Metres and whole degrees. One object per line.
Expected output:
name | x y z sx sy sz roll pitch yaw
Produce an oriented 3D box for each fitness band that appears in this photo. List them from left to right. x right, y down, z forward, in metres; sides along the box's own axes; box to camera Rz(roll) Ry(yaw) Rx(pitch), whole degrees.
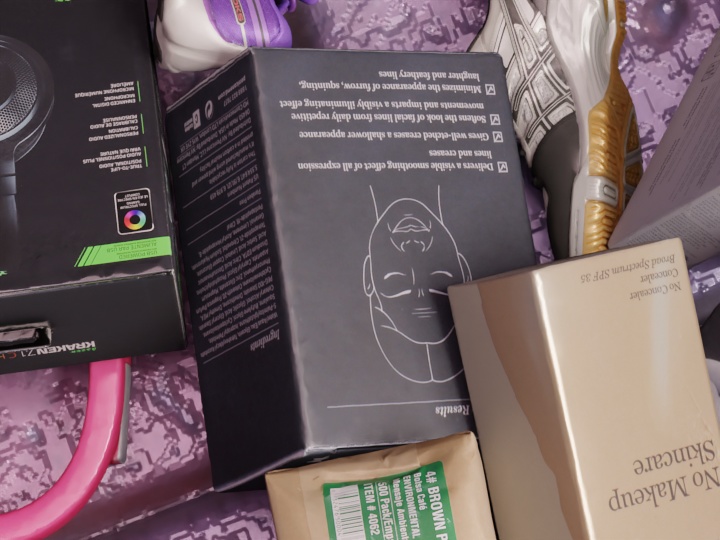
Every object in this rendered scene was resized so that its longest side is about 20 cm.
fitness band | -0.192 0.047 1.313 0.142 0.037 0.202 -1 76 2

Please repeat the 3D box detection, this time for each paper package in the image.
paper package | 0.027 0.194 1.193 0.103 0.191 0.202 -11 76 0

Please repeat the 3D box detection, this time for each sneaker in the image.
sneaker | -0.061 -0.166 1.306 0.083 0.081 0.201 9 44 -6
sneaker | 0.097 -0.088 1.323 0.087 0.076 0.202 -8 76 20

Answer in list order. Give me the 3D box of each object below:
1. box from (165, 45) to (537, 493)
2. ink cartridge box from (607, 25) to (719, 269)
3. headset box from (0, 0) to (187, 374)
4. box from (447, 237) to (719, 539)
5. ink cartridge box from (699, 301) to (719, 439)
box | 0.000 0.000 1.251 0.147 0.107 0.202 -1 75 -30
ink cartridge box | 0.217 -0.102 1.227 0.043 0.200 0.197 35 67 -11
headset box | -0.183 -0.043 1.270 0.173 0.093 0.201 -7 64 -3
box | 0.115 0.093 1.183 0.094 0.078 0.202 -13 91 -31
ink cartridge box | 0.229 0.080 1.138 0.043 0.200 0.199 -6 52 -37
